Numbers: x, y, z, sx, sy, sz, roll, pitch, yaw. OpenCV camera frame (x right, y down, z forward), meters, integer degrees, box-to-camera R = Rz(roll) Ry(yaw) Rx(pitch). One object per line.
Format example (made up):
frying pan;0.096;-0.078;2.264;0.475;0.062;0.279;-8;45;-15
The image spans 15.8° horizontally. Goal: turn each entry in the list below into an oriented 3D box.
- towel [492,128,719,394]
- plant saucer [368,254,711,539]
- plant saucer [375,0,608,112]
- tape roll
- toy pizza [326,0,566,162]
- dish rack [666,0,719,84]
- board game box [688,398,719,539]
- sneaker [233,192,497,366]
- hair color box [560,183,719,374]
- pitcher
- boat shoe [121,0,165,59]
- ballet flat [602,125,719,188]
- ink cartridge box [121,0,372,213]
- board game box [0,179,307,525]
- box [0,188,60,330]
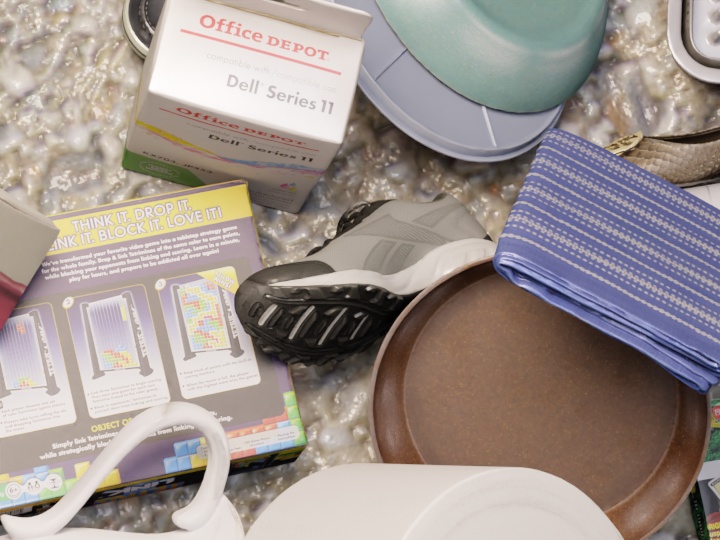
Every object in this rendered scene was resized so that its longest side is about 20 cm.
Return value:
towel;0.152;-0.009;1.470;0.144;0.200;0.024;28;117;0
plant saucer;0.105;0.078;1.515;0.199;0.035;0.201;2;110;7
plant saucer;0.084;-0.195;1.575;0.199;0.036;0.201;16;62;-33
tape roll;0.040;0.207;1.420;0.202;0.139;0.204;2;87;-38
toy pizza;0.047;-0.157;1.574;0.200;0.032;0.201;17;62;-33
dish rack;0.288;-0.187;1.654;0.199;0.044;0.173;7;76;-9
board game box;0.297;0.118;1.593;0.199;0.023;0.105;-9;77;-13
sneaker;0.000;0.000;1.520;0.200;0.074;0.079;-12;60;-43
hair color box;0.202;0.004;1.582;0.199;0.061;0.099;-9;78;-12
pitcher;-0.154;0.172;1.434;0.199;0.121;0.172;-15;104;-18
boat shoe;-0.064;-0.200;1.582;0.200;0.062;0.075;-38;88;-15
ballet flat;0.228;-0.083;1.593;0.199;0.067;0.047;-9;106;-4
ink cartridge box;-0.068;-0.100;1.484;0.117;0.200;0.068;14;74;-7
board game box;-0.147;0.048;1.508;0.199;0.057;0.166;-10;77;-12
box;-0.280;0.023;1.421;0.128;0.109;0.201;30;89;17
